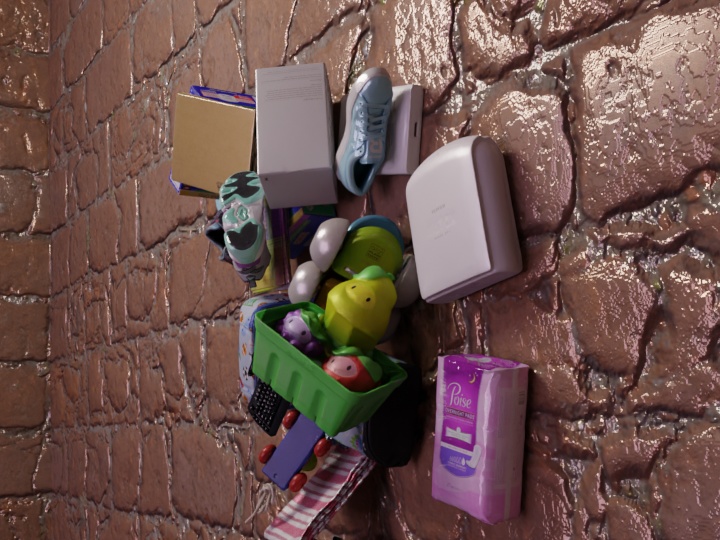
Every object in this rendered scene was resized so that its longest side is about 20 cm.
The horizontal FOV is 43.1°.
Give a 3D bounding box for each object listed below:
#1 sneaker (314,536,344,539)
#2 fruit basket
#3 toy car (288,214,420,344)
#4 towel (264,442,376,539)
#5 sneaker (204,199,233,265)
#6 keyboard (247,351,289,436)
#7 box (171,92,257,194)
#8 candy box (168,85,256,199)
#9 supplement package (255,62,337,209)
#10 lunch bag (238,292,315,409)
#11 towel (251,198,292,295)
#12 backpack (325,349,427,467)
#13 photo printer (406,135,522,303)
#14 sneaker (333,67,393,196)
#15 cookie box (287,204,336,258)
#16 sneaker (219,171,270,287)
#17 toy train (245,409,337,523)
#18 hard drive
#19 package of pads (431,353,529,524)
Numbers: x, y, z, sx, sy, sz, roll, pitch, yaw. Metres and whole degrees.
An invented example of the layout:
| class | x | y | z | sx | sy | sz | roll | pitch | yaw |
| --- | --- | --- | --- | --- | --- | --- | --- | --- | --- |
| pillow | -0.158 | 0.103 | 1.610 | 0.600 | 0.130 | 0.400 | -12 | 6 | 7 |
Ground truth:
| class | x | y | z | sx | sy | sz | roll | pitch | yaw |
| --- | --- | --- | --- | --- | --- | --- | --- | --- | --- |
| sneaker | -0.044 | 0.443 | 1.404 | 0.199 | 0.140 | 0.078 | -5 | 49 | 51 |
| fruit basket | -0.029 | 0.091 | 1.248 | 0.214 | 0.155 | 0.218 | 5 | 100 | 33 |
| toy car | 0.000 | 0.000 | 1.380 | 0.201 | 0.174 | 0.150 | -60 | 6 | 37 |
| towel | -0.063 | 0.347 | 1.421 | 0.030 | 0.200 | 0.146 | 49 | 155 | -11 |
| sneaker | -0.268 | -0.094 | 1.831 | 0.080 | 0.095 | 0.201 | -58 | 43 | 37 |
| keyboard | -0.142 | 0.158 | 1.427 | 0.104 | 0.039 | 0.201 | 41 | 119 | 34 |
| box | -0.263 | -0.224 | 1.643 | 0.199 | 0.021 | 0.165 | 18 | 108 | 34 |
| candy box | -0.263 | -0.240 | 1.766 | 0.077 | 0.168 | 0.202 | 53 | 131 | 49 |
| supplement package | -0.104 | -0.220 | 1.499 | 0.120 | 0.120 | 0.202 | 80 | -174 | -66 |
| lunch bag | -0.124 | 0.132 | 1.541 | 0.075 | 0.159 | 0.202 | 21 | 112 | 58 |
| towel | -0.160 | -0.057 | 1.595 | 0.143 | 0.023 | 0.202 | -13 | 80 | 57 |
| backpack | -0.006 | 0.187 | 1.384 | 0.200 | 0.152 | 0.165 | -138 | 53 | -63 |
| photo printer | 0.133 | -0.072 | 1.225 | 0.166 | 0.069 | 0.202 | -27 | 66 | 54 |
| sneaker | 0.018 | -0.202 | 1.372 | 0.082 | 0.073 | 0.201 | 56 | 144 | 41 |
| cookie box | -0.129 | -0.147 | 1.635 | 0.171 | 0.075 | 0.202 | -40 | 57 | 49 |
| sneaker | -0.193 | -0.060 | 1.547 | 0.141 | 0.077 | 0.201 | 84 | -177 | -48 |
| toy train | -0.109 | 0.316 | 1.470 | 0.084 | 0.116 | 0.201 | 38 | 99 | 19 |
| hard drive | 0.027 | -0.218 | 1.440 | 0.199 | 0.026 | 0.134 | 8 | 95 | 57 |
| package of pads | 0.153 | 0.213 | 1.175 | 0.120 | 0.075 | 0.203 | 6 | 94 | 54 |
